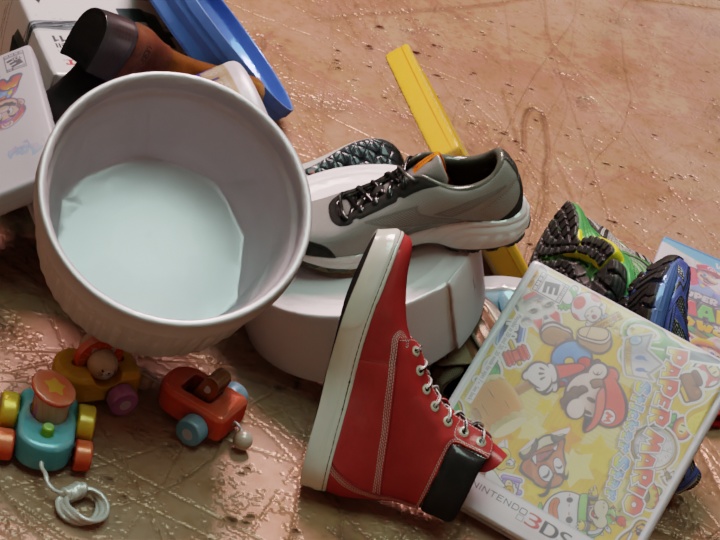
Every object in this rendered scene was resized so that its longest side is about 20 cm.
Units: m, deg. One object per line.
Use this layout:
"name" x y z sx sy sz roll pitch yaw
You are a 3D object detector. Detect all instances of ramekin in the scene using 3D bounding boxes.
"ramekin" -0.142 -0.032 1.405 0.199 0.105 0.201 7 65 -15

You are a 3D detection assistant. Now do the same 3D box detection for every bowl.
"bowl" -0.137 -0.216 1.780 0.201 0.039 0.201 52 7 -9

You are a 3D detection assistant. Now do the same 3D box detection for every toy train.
"toy train" -0.170 0.098 1.399 0.150 0.056 0.200 32 35 19

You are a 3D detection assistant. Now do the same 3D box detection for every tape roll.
"tape roll" 0.000 0.000 1.547 0.201 0.071 0.203 -5 37 4

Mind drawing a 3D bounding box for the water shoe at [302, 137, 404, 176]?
"water shoe" -0.056 -0.055 1.672 0.199 0.079 0.072 -14 73 -9

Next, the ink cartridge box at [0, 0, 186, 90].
"ink cartridge box" -0.242 -0.193 1.753 0.146 0.083 0.200 0 38 -27

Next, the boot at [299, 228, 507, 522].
"boot" 0.047 0.077 1.414 0.143 0.201 0.072 13 6 1

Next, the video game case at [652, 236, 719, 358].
"video game case" 0.316 0.047 1.719 0.143 0.018 0.200 23 32 6

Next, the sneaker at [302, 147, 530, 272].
"sneaker" 0.029 -0.054 1.488 0.199 0.080 0.074 -10 39 1

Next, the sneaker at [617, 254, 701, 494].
"sneaker" 0.240 0.087 1.541 0.078 0.201 0.075 12 -10 -19

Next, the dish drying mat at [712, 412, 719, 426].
"dish drying mat" 0.278 0.065 1.706 0.076 0.018 0.200 -3 40 -30

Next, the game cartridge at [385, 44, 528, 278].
"game cartridge" 0.089 -0.084 1.687 0.032 0.200 0.177 -26 42 4

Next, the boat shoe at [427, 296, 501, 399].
"boat shoe" 0.086 0.076 1.546 0.072 0.076 0.200 -11 43 -35

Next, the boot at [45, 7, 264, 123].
"boot" -0.197 -0.114 1.646 0.068 0.189 0.200 34 7 41

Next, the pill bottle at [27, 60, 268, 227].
"pill bottle" -0.167 -0.077 1.542 0.199 0.120 0.120 -23 45 -8

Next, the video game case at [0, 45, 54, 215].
"video game case" -0.336 -0.087 1.520 0.199 0.024 0.182 -22 42 -2

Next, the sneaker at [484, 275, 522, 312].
"sneaker" 0.160 0.069 1.591 0.199 0.074 0.082 22 30 5

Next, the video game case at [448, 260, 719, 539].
"video game case" 0.161 0.116 1.466 0.181 0.023 0.200 28 72 14

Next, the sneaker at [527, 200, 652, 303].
"sneaker" 0.208 0.003 1.698 0.085 0.078 0.200 27 12 -21
